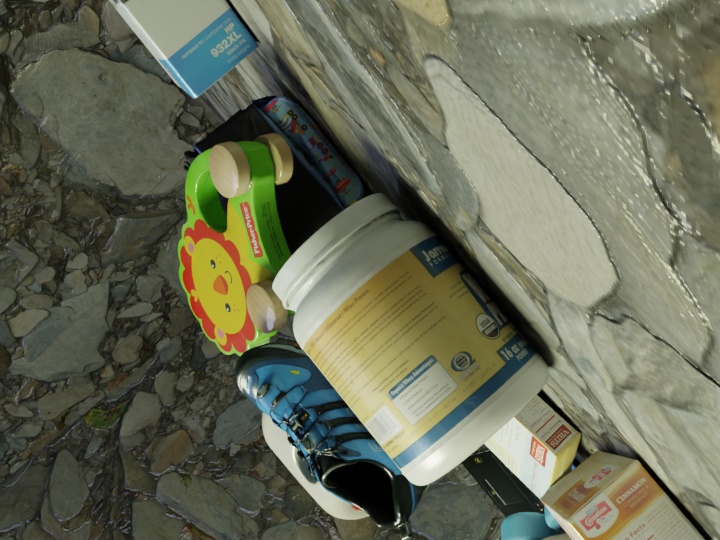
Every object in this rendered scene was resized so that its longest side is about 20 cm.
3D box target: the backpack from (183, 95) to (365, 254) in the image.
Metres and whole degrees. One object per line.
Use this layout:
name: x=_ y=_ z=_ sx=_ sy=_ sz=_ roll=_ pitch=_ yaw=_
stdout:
backpack: x=-0.081 y=-0.079 z=0.932 sx=0.183 sy=0.134 sz=0.200 roll=50 pitch=176 yaw=8

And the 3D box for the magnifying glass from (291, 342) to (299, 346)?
magnifying glass: x=-0.005 y=0.052 z=0.786 sx=0.080 sy=0.199 sz=0.022 roll=62 pitch=179 yaw=22

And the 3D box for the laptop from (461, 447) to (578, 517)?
laptop: x=0.240 y=0.299 z=1.033 sx=0.178 sy=0.199 sz=0.104 roll=52 pitch=-145 yaw=-21

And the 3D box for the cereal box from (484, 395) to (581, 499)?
cereal box: x=0.137 y=0.140 z=0.874 sx=0.200 sy=0.039 sz=0.144 roll=43 pitch=161 yaw=28

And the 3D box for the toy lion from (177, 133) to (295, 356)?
toy lion: x=-0.123 y=-0.016 z=0.808 sx=0.191 sy=0.068 sz=0.201 roll=-5 pitch=102 yaw=51

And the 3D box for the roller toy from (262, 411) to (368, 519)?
roller toy: x=0.007 y=0.153 z=0.855 sx=0.140 sy=0.182 sz=0.200 roll=40 pitch=161 yaw=33

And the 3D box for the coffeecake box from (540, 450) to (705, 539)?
coffeecake box: x=0.243 y=0.246 z=0.665 sx=0.200 sy=0.073 sz=0.154 roll=51 pitch=178 yaw=11

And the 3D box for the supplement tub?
supplement tub: x=0.037 y=0.053 z=0.679 sx=0.200 sy=0.144 sz=0.145 roll=50 pitch=177 yaw=9

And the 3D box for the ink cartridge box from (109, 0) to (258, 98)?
ink cartridge box: x=-0.202 y=-0.277 z=0.808 sx=0.200 sy=0.084 sz=0.145 roll=52 pitch=177 yaw=-27

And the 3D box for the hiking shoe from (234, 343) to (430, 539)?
hiking shoe: x=-0.025 y=0.134 z=0.704 sx=0.199 sy=0.075 sz=0.087 roll=35 pitch=-160 yaw=1

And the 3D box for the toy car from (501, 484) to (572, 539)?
toy car: x=0.253 y=0.337 z=0.827 sx=0.199 sy=0.185 sz=0.177 roll=17 pitch=141 yaw=-12
